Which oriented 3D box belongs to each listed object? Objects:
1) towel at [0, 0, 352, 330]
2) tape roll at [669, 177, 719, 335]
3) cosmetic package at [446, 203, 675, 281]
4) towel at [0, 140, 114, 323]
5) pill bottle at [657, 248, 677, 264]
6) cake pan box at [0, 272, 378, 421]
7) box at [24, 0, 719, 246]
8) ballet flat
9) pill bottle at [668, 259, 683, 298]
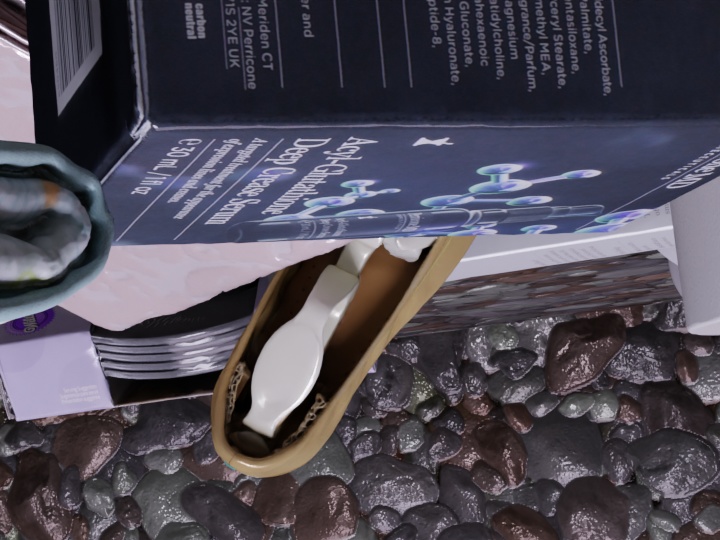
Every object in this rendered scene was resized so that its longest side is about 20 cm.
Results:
[{"bbox_3d":[-0.119,-0.041,0.858,0.191,0.032,0.200,29,153,-26],"label":"towel"},{"bbox_3d":[0.212,-0.058,0.808,0.202,0.139,0.203,-7,175,-1],"label":"tape roll"},{"bbox_3d":[0.065,-0.057,0.949,0.200,0.113,0.081,-7,174,14],"label":"cosmetic package"},{"bbox_3d":[-0.186,0.001,0.533,0.171,0.048,0.200,-8,176,37],"label":"towel"},{"bbox_3d":[0.225,-0.058,1.100,0.113,0.114,0.200,-5,174,-23],"label":"pill bottle"},{"bbox_3d":[-0.079,-0.002,1.100,0.184,0.052,0.200,-9,-150,11],"label":"cake pan box"},{"bbox_3d":[0.011,-0.074,0.650,0.200,0.107,0.148,-2,169,-18],"label":"box"},{"bbox_3d":[0.000,0.000,0.888,0.069,0.200,0.063,28,-173,6],"label":"ballet flat"},{"bbox_3d":[0.324,-0.009,1.732,0.104,0.104,0.200,-10,174,27],"label":"pill bottle"}]
